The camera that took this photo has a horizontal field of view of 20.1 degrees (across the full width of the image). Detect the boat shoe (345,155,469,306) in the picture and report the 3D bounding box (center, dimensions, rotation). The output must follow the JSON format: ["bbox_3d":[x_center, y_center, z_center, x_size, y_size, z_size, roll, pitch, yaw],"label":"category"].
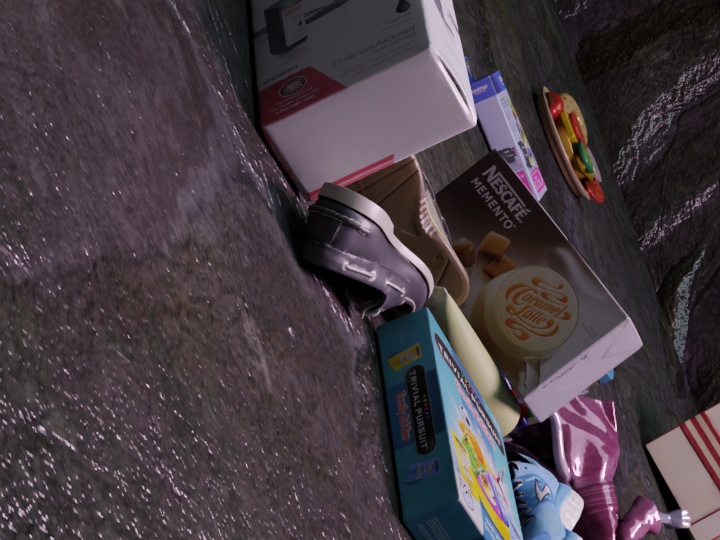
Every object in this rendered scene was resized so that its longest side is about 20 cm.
[{"bbox_3d":[0.024,-0.053,1.649,0.065,0.073,0.201,-113,178,-61],"label":"boat shoe"}]

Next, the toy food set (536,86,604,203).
[{"bbox_3d":[0.334,-0.201,3.222,0.200,0.048,0.199,34,36,-69],"label":"toy food set"}]

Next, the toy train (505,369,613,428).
[{"bbox_3d":[0.147,0.036,1.877,0.085,0.115,0.201,-65,131,-74],"label":"toy train"}]

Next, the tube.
[{"bbox_3d":[0.073,0.066,1.667,0.200,0.058,0.052,58,16,-44],"label":"tube"}]

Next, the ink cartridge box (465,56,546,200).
[{"bbox_3d":[0.178,-0.180,2.561,0.201,0.042,0.119,65,12,-4],"label":"ink cartridge box"}]

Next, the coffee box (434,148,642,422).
[{"bbox_3d":[0.136,0.012,1.747,0.200,0.114,0.080,55,3,26],"label":"coffee box"}]

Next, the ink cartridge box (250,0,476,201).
[{"bbox_3d":[-0.002,-0.167,1.536,0.085,0.145,0.201,56,16,-35],"label":"ink cartridge box"}]

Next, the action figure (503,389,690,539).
[{"bbox_3d":[0.205,0.201,1.801,0.149,0.133,0.201,35,32,-66],"label":"action figure"}]

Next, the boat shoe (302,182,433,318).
[{"bbox_3d":[0.000,0.000,1.510,0.063,0.072,0.200,-63,157,-12],"label":"boat shoe"}]

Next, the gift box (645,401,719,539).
[{"bbox_3d":[0.507,0.291,2.827,0.187,0.184,0.200,61,15,12],"label":"gift box"}]

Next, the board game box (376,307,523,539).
[{"bbox_3d":[0.072,0.150,1.529,0.201,0.047,0.151,-97,161,-48],"label":"board game box"}]

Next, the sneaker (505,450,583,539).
[{"bbox_3d":[0.127,0.204,1.660,0.090,0.078,0.200,47,12,-5],"label":"sneaker"}]
